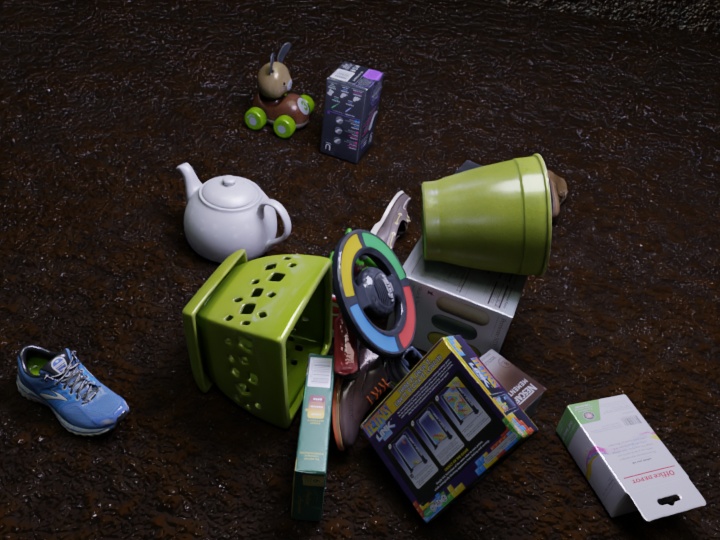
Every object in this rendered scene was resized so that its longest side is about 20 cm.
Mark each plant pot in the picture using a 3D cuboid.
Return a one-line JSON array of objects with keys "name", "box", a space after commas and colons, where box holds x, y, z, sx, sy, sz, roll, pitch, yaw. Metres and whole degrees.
[{"name": "plant pot", "box": [0.196, -0.086, 1.062, 0.192, 0.201, 0.201, -2, 40, 5]}, {"name": "plant pot", "box": [-0.159, 0.091, 1.006, 0.181, 0.200, 0.200, 14, 40, 14]}]

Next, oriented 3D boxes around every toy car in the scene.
[{"name": "toy car", "box": [-0.203, -0.472, 1.649, 0.157, 0.201, 0.165, 17, 41, 9]}]

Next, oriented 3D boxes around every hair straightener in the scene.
[{"name": "hair straightener", "box": [-0.025, 0.068, 0.983, 0.041, 0.077, 0.201, -9, 68, 3]}]

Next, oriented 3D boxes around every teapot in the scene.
[{"name": "teapot", "box": [-0.252, -0.118, 1.267, 0.199, 0.147, 0.198, -4, 42, -17]}]

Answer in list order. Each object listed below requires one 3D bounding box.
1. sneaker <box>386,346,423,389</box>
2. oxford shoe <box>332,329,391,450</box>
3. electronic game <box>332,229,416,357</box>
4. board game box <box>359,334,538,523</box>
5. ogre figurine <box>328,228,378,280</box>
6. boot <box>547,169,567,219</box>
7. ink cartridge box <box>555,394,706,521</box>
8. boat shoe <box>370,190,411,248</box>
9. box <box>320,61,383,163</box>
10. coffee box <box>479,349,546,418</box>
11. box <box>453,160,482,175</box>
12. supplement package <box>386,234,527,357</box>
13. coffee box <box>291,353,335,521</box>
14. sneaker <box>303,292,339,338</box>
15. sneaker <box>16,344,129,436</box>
[{"name": "sneaker", "box": [0.055, 0.149, 1.062, 0.199, 0.081, 0.074, 25, 42, 18]}, {"name": "oxford shoe", "box": [0.006, 0.175, 0.978, 0.072, 0.071, 0.201, 4, 60, 18]}, {"name": "electronic game", "box": [0.025, 0.033, 0.975, 0.041, 0.200, 0.200, -23, 27, 31]}, {"name": "board game box", "box": [0.114, 0.216, 0.883, 0.057, 0.200, 0.166, 1, 45, -52]}, {"name": "ogre figurine", "box": [0.000, 0.000, 1.172, 0.120, 0.200, 0.098, 28, 48, -8]}, {"name": "boot", "box": [0.466, -0.182, 1.546, 0.075, 0.074, 0.200, 18, 38, -5]}, {"name": "ink cartridge box", "box": [0.401, 0.292, 0.971, 0.117, 0.068, 0.200, -6, 41, -18]}, {"name": "boat shoe", "box": [0.070, -0.095, 1.362, 0.059, 0.072, 0.200, 24, 46, 8]}, {"name": "box", "box": [-0.023, -0.388, 1.584, 0.106, 0.201, 0.122, 19, 41, 12]}, {"name": "coffee box", "box": [0.179, 0.223, 0.999, 0.200, 0.080, 0.114, -28, 52, -36]}, {"name": "box", "box": [0.194, -0.088, 1.274, 0.086, 0.201, 0.164, 25, 43, 17]}, {"name": "supplement package", "box": [0.171, 0.054, 1.141, 0.199, 0.152, 0.151, 21, 42, 13]}, {"name": "coffee box", "box": [-0.066, 0.231, 0.911, 0.044, 0.123, 0.201, 6, 42, -3]}, {"name": "sneaker", "box": [-0.098, 0.031, 1.146, 0.199, 0.113, 0.071, 26, 42, 19]}, {"name": "sneaker", "box": [-0.427, 0.170, 0.938, 0.199, 0.089, 0.079, 22, 43, 14]}]
